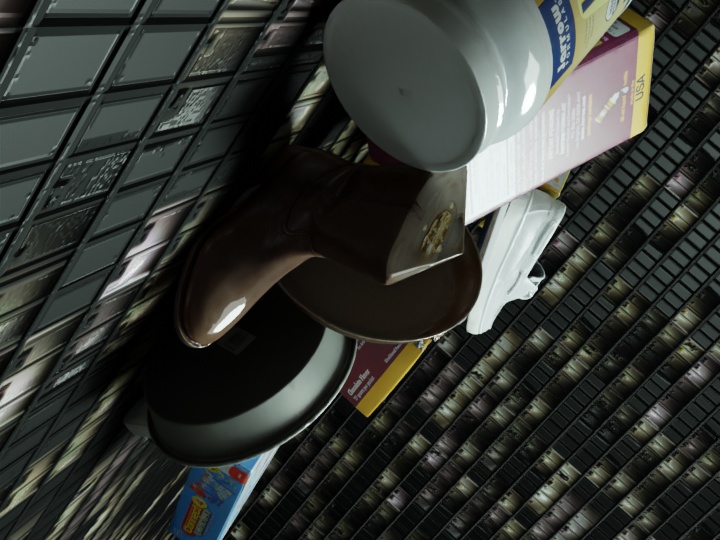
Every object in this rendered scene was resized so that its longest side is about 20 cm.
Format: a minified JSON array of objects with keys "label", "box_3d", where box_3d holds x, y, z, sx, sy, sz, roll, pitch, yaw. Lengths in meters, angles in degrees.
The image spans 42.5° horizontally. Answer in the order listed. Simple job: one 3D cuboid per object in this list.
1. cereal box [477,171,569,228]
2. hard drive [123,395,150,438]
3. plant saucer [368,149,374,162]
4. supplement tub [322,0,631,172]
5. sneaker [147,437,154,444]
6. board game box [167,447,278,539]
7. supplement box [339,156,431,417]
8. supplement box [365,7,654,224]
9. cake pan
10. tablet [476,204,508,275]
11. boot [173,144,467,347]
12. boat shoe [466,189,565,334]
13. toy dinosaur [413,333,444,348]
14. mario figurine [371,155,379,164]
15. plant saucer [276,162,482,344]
[{"label":"cereal box","box_3d":[0.212,-0.145,1.046,0.202,0.039,0.144,-63,-174,-25]},{"label":"hard drive","box_3d":[-0.141,0.108,0.878,0.132,0.027,0.199,-48,-159,-27]},{"label":"plant saucer","box_3d":[0.068,-0.202,0.989,0.201,0.029,0.200,-51,175,-6]},{"label":"supplement tub","box_3d":[0.081,-0.173,0.595,0.200,0.144,0.145,-48,176,-29]},{"label":"sneaker","box_3d":[-0.177,0.167,0.994,0.074,0.080,0.200,-42,-175,-6]},{"label":"board game box","box_3d":[-0.110,0.165,0.959,0.201,0.055,0.197,-57,175,-44]},{"label":"supplement box","box_3d":[0.009,0.013,1.067,0.200,0.197,0.133,-44,173,-49]},{"label":"supplement box","box_3d":[0.113,-0.139,0.729,0.197,0.131,0.104,-27,138,-13]},{"label":"cake pan","box_3d":[-0.099,0.075,0.783,0.197,0.037,0.202,-17,-145,12]},{"label":"tablet","box_3d":[0.134,-0.044,0.952,0.130,0.013,0.203,84,26,-82]},{"label":"boot","box_3d":[-0.029,-0.007,0.642,0.198,0.064,0.188,17,-107,47]},{"label":"boat shoe","box_3d":[0.166,-0.003,0.998,0.072,0.067,0.203,-65,172,-55]},{"label":"toy dinosaur","box_3d":[0.000,0.000,0.896,0.135,0.202,0.102,-35,-179,13]},{"label":"mario figurine","box_3d":[0.052,-0.187,0.820,0.122,0.106,0.202,5,122,-40]},{"label":"plant saucer","box_3d":[0.007,-0.013,0.787,0.200,0.199,0.032,-46,165,-42]}]
